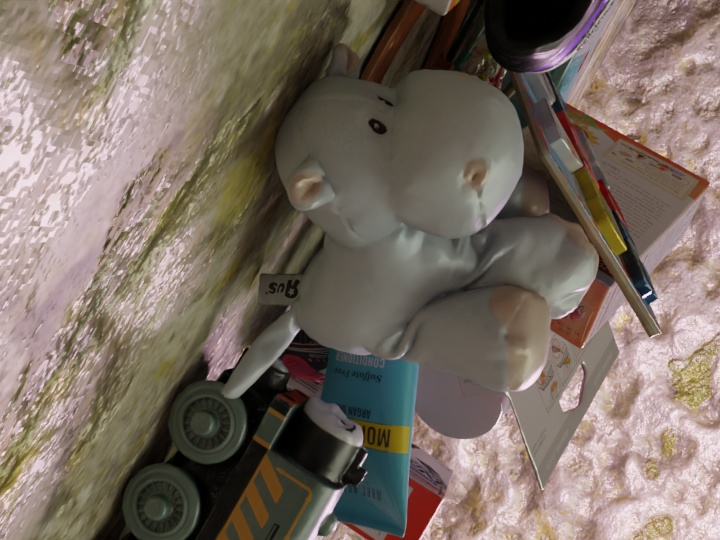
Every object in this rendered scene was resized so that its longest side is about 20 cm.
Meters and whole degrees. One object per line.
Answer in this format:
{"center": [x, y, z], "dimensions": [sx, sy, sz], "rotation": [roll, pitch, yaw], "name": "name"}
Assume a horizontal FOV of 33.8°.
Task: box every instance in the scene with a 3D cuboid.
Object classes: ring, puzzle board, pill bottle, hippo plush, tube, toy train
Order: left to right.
{"center": [-0.078, 0.149, 0.678], "dimensions": [0.202, 0.113, 0.085], "rotation": [-60, 172, 1], "name": "toy train"}
{"center": [0.008, 0.055, 0.733], "dimensions": [0.050, 0.076, 0.204], "rotation": [14, 83, -55], "name": "tube"}
{"center": [0.019, -0.043, 0.611], "dimensions": [0.161, 0.196, 0.162], "rotation": [-74, 157, -43], "name": "hippo plush"}
{"center": [0.030, -0.117, 0.754], "dimensions": [0.202, 0.019, 0.201], "rotation": [-58, 172, -13], "name": "ring"}
{"center": [0.110, 0.058, 1.034], "dimensions": [0.200, 0.110, 0.112], "rotation": [-51, 168, -56], "name": "pill bottle"}
{"center": [0.130, -0.073, 0.730], "dimensions": [0.017, 0.151, 0.201], "rotation": [-28, -146, 15], "name": "puzzle board"}

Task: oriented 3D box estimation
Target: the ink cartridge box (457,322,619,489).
{"center": [0.137, 0.043, 0.947], "dimensions": [0.200, 0.044, 0.179], "rotation": [-45, 123, -49], "name": "ink cartridge box"}

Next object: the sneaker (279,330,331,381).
{"center": [0.000, 0.000, 0.823], "dimensions": [0.201, 0.079, 0.076], "rotation": [-53, 141, -40], "name": "sneaker"}

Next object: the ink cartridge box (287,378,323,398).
{"center": [-0.054, 0.126, 0.968], "dimensions": [0.109, 0.050, 0.201], "rotation": [-52, 169, -46], "name": "ink cartridge box"}

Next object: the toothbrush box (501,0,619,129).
{"center": [0.135, -0.171, 0.971], "dimensions": [0.202, 0.084, 0.146], "rotation": [-65, 169, 22], "name": "toothbrush box"}

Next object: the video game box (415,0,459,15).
{"center": [0.090, -0.250, 0.575], "dimensions": [0.182, 0.046, 0.201], "rotation": [-49, 167, -43], "name": "video game box"}

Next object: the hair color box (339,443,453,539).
{"center": [0.015, 0.172, 0.983], "dimensions": [0.065, 0.110, 0.200], "rotation": [-58, 173, -1], "name": "hair color box"}

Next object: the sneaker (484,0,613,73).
{"center": [0.122, -0.186, 0.590], "dimensions": [0.202, 0.069, 0.099], "rotation": [-63, 169, 19], "name": "sneaker"}

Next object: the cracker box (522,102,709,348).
{"center": [0.150, -0.040, 0.848], "dimensions": [0.199, 0.133, 0.058], "rotation": [-34, 151, -48], "name": "cracker box"}

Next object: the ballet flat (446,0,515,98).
{"center": [0.113, -0.187, 0.854], "dimensions": [0.202, 0.063, 0.076], "rotation": [-62, -173, 15], "name": "ballet flat"}
